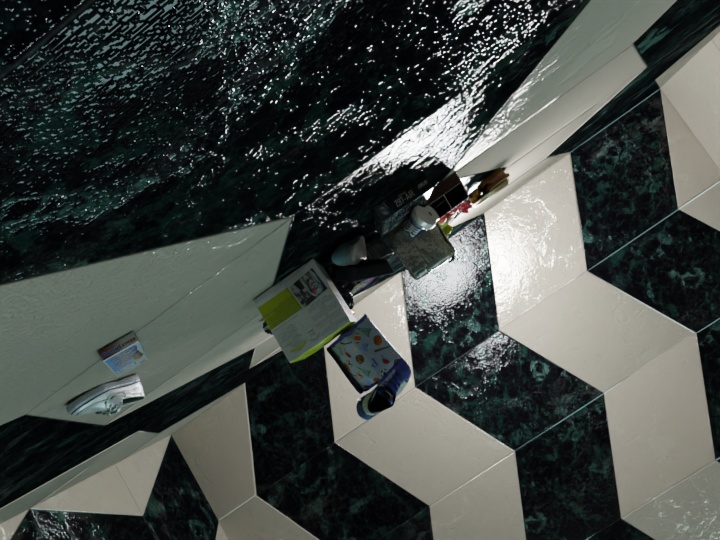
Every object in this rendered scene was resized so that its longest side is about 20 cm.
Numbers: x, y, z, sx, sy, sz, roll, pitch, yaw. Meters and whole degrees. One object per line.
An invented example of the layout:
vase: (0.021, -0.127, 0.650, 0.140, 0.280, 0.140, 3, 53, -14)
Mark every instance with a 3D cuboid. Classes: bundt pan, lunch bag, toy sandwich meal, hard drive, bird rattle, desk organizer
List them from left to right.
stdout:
lunch bag: (-0.002, 0.244, 1.534, 0.123, 0.171, 0.200, -37, 177, -30)
hard drive: (0.000, 0.000, 1.518, 0.132, 0.043, 0.199, -12, -175, -20)
bundt pan: (0.010, -0.031, 1.777, 0.200, 0.077, 0.202, -33, 173, -5)
lunch bag: (0.205, -0.087, 1.810, 0.166, 0.202, 0.139, -34, 174, 14)
desk organizer: (0.229, -0.201, 1.655, 0.198, 0.078, 0.072, -36, 173, 9)
bird rattle: (0.311, -0.196, 2.028, 0.160, 0.115, 0.200, -8, 155, -36)
toy sandwich meal: (0.508, -0.329, 2.193, 0.203, 0.071, 0.205, -35, 178, -1)

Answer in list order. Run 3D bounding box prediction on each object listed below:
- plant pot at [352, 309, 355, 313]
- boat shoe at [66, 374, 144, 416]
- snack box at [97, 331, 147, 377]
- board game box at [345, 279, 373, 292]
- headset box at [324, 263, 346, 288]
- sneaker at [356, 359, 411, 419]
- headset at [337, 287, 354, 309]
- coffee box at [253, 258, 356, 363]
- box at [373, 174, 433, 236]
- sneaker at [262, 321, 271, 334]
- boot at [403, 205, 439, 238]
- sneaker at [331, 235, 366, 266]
plant pot: (-0.137, 0.161, 2.127, 0.198, 0.142, 0.200, -34, 174, -4)
boat shoe: (-0.580, 0.301, 1.276, 0.073, 0.068, 0.199, -37, 173, 26)
snack box: (-0.469, 0.171, 1.092, 0.071, 0.025, 0.200, -31, 172, -24)
board game box: (0.000, 0.039, 1.791, 0.119, 0.033, 0.200, -37, 174, -19)
headset box: (-0.154, 0.075, 1.727, 0.198, 0.078, 0.149, -30, 172, -25)
sneaker: (0.081, 0.336, 1.529, 0.199, 0.081, 0.115, -43, -179, -23)
headset: (-0.083, 0.100, 1.721, 0.122, 0.095, 0.201, -30, 157, -4)
coffee box: (-0.146, 0.115, 1.521, 0.198, 0.200, 0.200, -34, 173, 1)
box: (0.109, -0.167, 1.456, 0.159, 0.044, 0.200, -34, 173, -2)
sneaker: (-0.242, 0.140, 1.845, 0.197, 0.078, 0.085, -28, -175, 5)
boot: (0.155, -0.121, 1.484, 0.090, 0.073, 0.199, -43, 172, 20)
sneaker: (-0.034, -0.055, 1.525, 0.080, 0.076, 0.200, -4, -175, 12)
